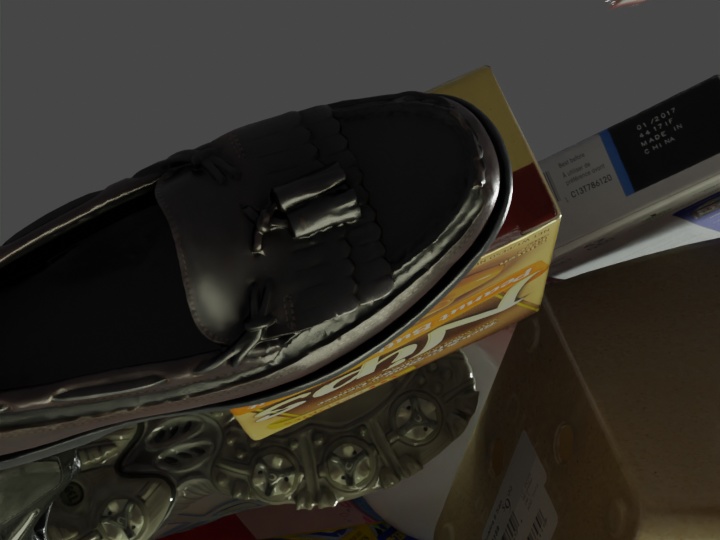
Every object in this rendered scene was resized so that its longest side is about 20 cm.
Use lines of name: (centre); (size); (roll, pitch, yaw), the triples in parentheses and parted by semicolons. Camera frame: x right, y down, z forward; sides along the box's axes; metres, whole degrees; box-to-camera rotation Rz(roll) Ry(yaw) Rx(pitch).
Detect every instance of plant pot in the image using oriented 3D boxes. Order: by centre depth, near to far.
plant pot: (0.141, 0.105, 1.132); (0.176, 0.200, 0.201); (5, 125, -22)

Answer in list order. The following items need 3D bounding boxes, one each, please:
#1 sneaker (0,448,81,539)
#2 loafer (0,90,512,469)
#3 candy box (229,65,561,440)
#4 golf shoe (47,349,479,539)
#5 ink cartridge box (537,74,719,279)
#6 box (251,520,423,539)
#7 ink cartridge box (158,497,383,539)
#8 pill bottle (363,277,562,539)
sneaker: (-0.156, 0.096, 1.068); (0.090, 0.067, 0.200); (-15, 166, -33)
loafer: (-0.054, 0.006, 0.816); (0.199, 0.072, 0.063); (-23, 167, 12)
candy box: (0.000, 0.000, 0.955); (0.115, 0.056, 0.200); (-24, 171, -2)
golf shoe: (-0.050, 0.063, 1.175); (0.199, 0.079, 0.097); (-16, 178, 5)
ink cartridge box: (0.120, -0.030, 1.154); (0.099, 0.039, 0.200); (-26, 170, 13)
box: (-0.005, 0.151, 1.222); (0.200, 0.064, 0.070); (-1, 121, -57)
ink cartridge box: (-0.005, 0.157, 1.417); (0.199, 0.145, 0.146); (-21, 133, -25)
pill bottle: (0.086, 0.054, 1.313); (0.114, 0.114, 0.200); (-31, 169, 36)
